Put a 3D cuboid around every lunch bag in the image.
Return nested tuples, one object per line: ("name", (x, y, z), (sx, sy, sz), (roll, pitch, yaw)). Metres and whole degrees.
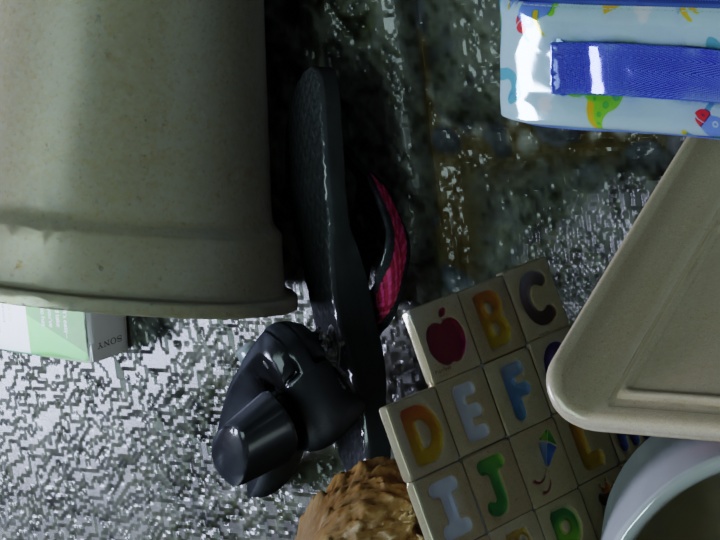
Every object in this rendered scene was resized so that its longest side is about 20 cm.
("lunch bag", (0.161, -0.095, 1.054), (0.199, 0.160, 0.083), (7, 107, 38))

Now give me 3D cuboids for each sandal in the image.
("sandal", (0.000, 0.000, 1.279), (0.075, 0.045, 0.201), (-162, 61, -75))

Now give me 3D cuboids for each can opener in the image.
("can opener", (-0.046, 0.069, 1.287), (0.200, 0.078, 0.064), (125, 121, -76))

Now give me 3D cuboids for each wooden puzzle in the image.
("wooden puzzle", (0.197, 0.005, 1.058), (0.199, 0.185, 0.037), (7, 138, 35))

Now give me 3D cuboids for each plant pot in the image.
("plant pot", (-0.121, -0.081, 1.278), (0.200, 0.200, 0.185), (9, 97, 36))

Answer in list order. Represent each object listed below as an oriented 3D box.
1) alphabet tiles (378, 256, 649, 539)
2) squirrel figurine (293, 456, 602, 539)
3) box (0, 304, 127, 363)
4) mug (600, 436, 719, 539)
("alphabet tiles", (0.084, 0.100, 1.166), (0.006, 0.166, 0.201), (-20, 89, 43))
("squirrel figurine", (0.050, 0.173, 1.199), (0.186, 0.142, 0.201), (14, 111, -13))
("box", (-0.214, -0.031, 1.453), (0.199, 0.036, 0.145), (7, 107, 38))
("mug", (0.169, 0.142, 1.113), (0.149, 0.153, 0.187), (-21, 101, 4))
